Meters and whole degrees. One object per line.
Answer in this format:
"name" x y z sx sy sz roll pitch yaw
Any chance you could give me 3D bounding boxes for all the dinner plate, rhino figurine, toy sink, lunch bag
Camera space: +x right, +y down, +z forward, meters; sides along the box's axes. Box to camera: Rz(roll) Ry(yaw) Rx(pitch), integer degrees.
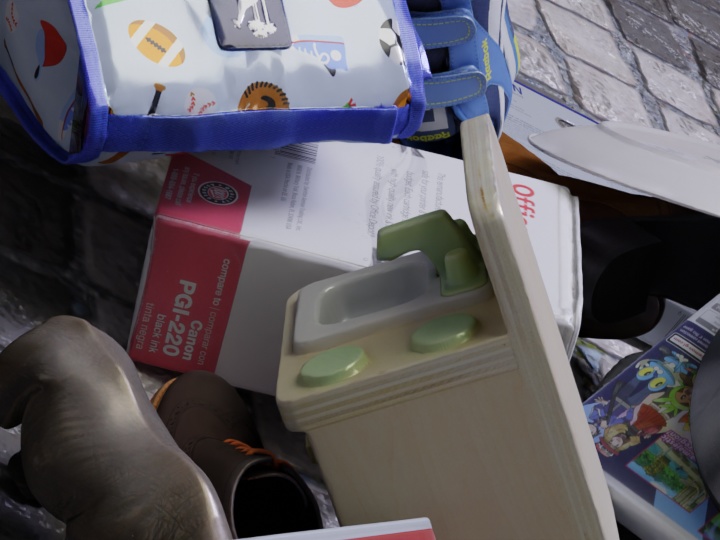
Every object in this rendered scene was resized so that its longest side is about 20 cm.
"dinner plate" 0.184 -0.048 1.355 0.199 0.024 0.200 14 9 -2
"rhino figurine" -0.090 0.100 1.018 0.060 0.088 0.200 2 41 -50
"toy sink" 0.032 0.055 1.108 0.130 0.112 0.201 -91 163 -69
"lunch bag" -0.079 -0.119 1.217 0.169 0.124 0.200 -4 35 -24

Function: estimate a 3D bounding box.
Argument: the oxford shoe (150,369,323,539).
"oxford shoe" -0.046 0.098 1.096 0.071 0.073 0.200 19 29 -26

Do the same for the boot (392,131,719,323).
"boot" 0.110 -0.038 1.436 0.188 0.069 0.200 -16 36 -41

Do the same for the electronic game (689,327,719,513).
"electronic game" 0.248 0.062 1.180 0.042 0.200 0.200 72 -8 -47

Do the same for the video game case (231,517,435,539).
"video game case" 0.008 0.193 0.966 0.143 0.017 0.201 1 68 -52

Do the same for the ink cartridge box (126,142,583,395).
"ink cartridge box" 0.000 0.000 1.254 0.199 0.085 0.146 13 27 -2

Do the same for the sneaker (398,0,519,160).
"sneaker" 0.037 -0.114 1.306 0.074 0.082 0.200 5 -28 19

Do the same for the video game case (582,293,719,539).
"video game case" 0.215 0.085 1.208 0.182 0.023 0.200 -36 53 -25

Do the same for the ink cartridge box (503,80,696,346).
"ink cartridge box" 0.146 -0.032 1.614 0.199 0.041 0.200 26 26 -22

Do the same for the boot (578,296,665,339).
"boot" 0.086 0.040 1.381 0.186 0.064 0.200 16 25 -11

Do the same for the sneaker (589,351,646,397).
"sneaker" 0.215 0.083 1.453 0.111 0.077 0.200 40 28 22

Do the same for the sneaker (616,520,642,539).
"sneaker" 0.114 0.159 1.213 0.090 0.067 0.200 39 28 -1
